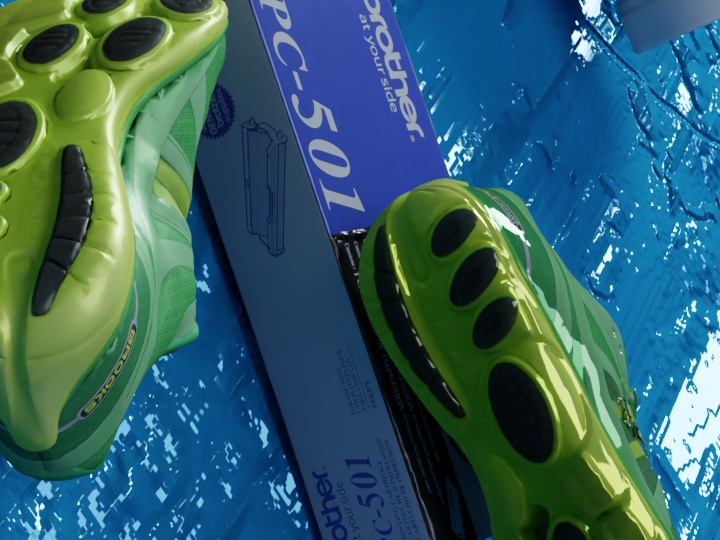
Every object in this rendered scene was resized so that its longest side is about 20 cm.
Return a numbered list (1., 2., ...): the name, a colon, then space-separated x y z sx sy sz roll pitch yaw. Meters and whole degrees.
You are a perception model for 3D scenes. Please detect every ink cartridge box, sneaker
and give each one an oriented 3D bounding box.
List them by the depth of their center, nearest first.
1. sneaker: -0.082 -0.018 0.760 0.200 0.074 0.084 -76 166 -52
2. sneaker: 0.071 0.060 0.855 0.083 0.074 0.201 -26 94 -56
3. ink cartridge box: 0.000 0.000 0.895 0.094 0.044 0.201 -12 82 -59

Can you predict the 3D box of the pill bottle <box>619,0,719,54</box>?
1. pill bottle: 0.114 -0.200 1.138 0.104 0.104 0.201 -26 94 -59
